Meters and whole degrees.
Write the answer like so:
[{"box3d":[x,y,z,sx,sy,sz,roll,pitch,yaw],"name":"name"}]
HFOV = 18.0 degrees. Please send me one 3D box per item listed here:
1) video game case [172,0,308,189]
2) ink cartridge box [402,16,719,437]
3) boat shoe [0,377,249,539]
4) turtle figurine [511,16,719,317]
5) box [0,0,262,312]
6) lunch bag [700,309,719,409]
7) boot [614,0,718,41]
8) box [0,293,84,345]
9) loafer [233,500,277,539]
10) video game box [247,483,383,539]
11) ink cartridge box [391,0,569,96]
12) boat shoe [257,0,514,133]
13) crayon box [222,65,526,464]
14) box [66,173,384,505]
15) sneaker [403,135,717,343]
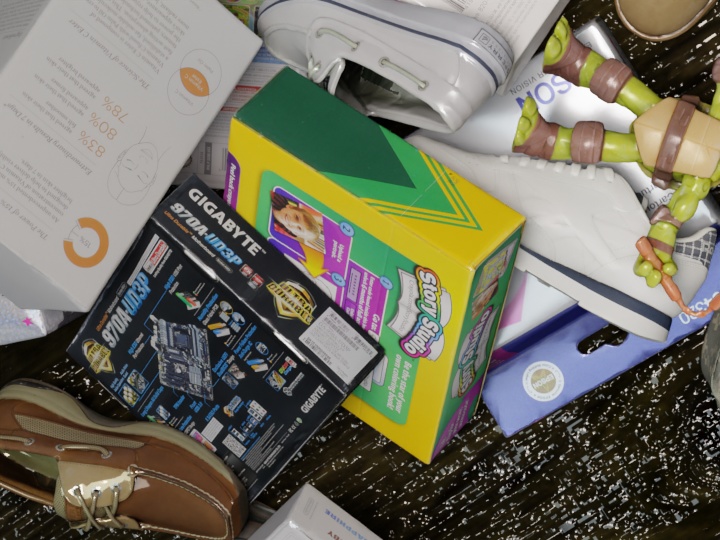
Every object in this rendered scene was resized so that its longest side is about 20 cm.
[{"box3d":[-0.100,-0.153,1.441,0.143,0.018,0.200,6,102,13],"name":"video game case"},{"box3d":[0.116,-0.022,1.402,0.196,0.043,0.200,-32,90,17],"name":"ink cartridge box"},{"box3d":[-0.168,0.137,1.460,0.200,0.074,0.076,17,134,26],"name":"boat shoe"},{"box3d":[0.178,-0.087,1.302,0.161,0.064,0.200,22,96,8],"name":"turtle figurine"},{"box3d":[-0.172,-0.092,1.331,0.124,0.097,0.200,41,69,-25],"name":"box"},{"box3d":[0.289,0.021,1.290,0.139,0.168,0.200,20,104,-6],"name":"lunch bag"},{"box3d":[0.185,-0.204,1.267,0.066,0.200,0.175,31,105,8],"name":"boot"},{"box3d":[-0.246,-0.056,1.435,0.115,0.132,0.200,-12,98,16],"name":"box"},{"box3d":[0.001,0.191,1.460,0.200,0.063,0.072,13,140,8],"name":"loafer"},{"box3d":[-0.022,0.249,1.435,0.182,0.047,0.200,40,127,-7],"name":"video game box"},{"box3d":[0.036,-0.210,1.352,0.200,0.068,0.117,34,80,5],"name":"ink cartridge box"},{"box3d":[-0.002,-0.124,1.328,0.067,0.200,0.074,-54,127,-19],"name":"boat shoe"},{"box3d":[0.000,0.000,1.354,0.172,0.058,0.200,33,146,17],"name":"crayon box"},{"box3d":[-0.088,0.051,1.405,0.159,0.046,0.200,42,145,3],"name":"box"},{"box3d":[0.112,-0.035,1.350,0.200,0.076,0.081,30,93,1],"name":"sneaker"}]
